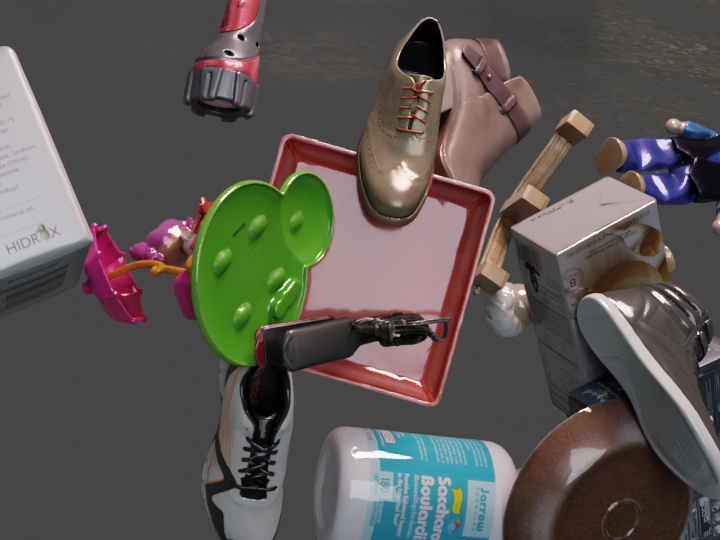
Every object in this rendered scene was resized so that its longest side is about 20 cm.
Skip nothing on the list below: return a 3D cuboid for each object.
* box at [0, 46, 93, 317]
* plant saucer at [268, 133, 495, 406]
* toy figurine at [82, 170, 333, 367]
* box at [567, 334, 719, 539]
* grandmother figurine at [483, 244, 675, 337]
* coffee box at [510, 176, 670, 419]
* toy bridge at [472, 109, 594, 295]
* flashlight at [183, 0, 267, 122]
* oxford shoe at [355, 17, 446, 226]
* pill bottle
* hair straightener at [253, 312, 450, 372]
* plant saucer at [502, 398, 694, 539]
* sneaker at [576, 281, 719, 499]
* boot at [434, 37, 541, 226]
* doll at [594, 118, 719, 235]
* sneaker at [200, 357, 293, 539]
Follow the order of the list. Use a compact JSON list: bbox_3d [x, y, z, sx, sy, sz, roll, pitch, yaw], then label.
[{"bbox_3d":[-0.340,-0.045,1.111,0.199,0.199,0.172,-22,86,-18],"label":"box"},{"bbox_3d":[0.000,0.000,1.252,0.199,0.037,0.201,16,90,-2],"label":"plant saucer"},{"bbox_3d":[-0.147,-0.016,1.186,0.200,0.183,0.151,-50,132,-42],"label":"toy figurine"},{"bbox_3d":[0.277,0.176,1.276,0.157,0.051,0.201,-22,117,-19],"label":"box"},{"bbox_3d":[0.201,0.004,1.330,0.199,0.061,0.122,-27,81,-21],"label":"grandmother figurine"},{"bbox_3d":[0.221,0.034,1.270,0.114,0.080,0.201,-27,120,-17],"label":"coffee box"},{"bbox_3d":[0.155,-0.059,1.322,0.027,0.067,0.201,34,72,-7],"label":"toy bridge"},{"bbox_3d":[-0.116,-0.241,1.280,0.067,0.068,0.202,9,79,-11],"label":"flashlight"},{"bbox_3d":[0.038,-0.134,1.214,0.070,0.075,0.201,9,59,-5],"label":"oxford shoe"},{"bbox_3d":[0.064,0.201,1.227,0.199,0.111,0.112,7,78,-14],"label":"pill bottle"},{"bbox_3d":[0.010,0.059,1.159,0.199,0.077,0.041,-1,94,-43],"label":"hair straightener"},{"bbox_3d":[0.218,0.210,1.210,0.199,0.037,0.202,-9,111,-23],"label":"plant saucer"},{"bbox_3d":[0.276,0.091,1.179,0.099,0.071,0.201,-21,68,-27],"label":"sneaker"},{"bbox_3d":[0.114,-0.123,1.327,0.146,0.070,0.201,-26,99,-30],"label":"boot"},{"bbox_3d":[0.329,-0.096,1.375,0.199,0.049,0.137,-7,62,-32],"label":"doll"},{"bbox_3d":[-0.095,0.153,1.195,0.073,0.080,0.202,0,96,-16],"label":"sneaker"}]
